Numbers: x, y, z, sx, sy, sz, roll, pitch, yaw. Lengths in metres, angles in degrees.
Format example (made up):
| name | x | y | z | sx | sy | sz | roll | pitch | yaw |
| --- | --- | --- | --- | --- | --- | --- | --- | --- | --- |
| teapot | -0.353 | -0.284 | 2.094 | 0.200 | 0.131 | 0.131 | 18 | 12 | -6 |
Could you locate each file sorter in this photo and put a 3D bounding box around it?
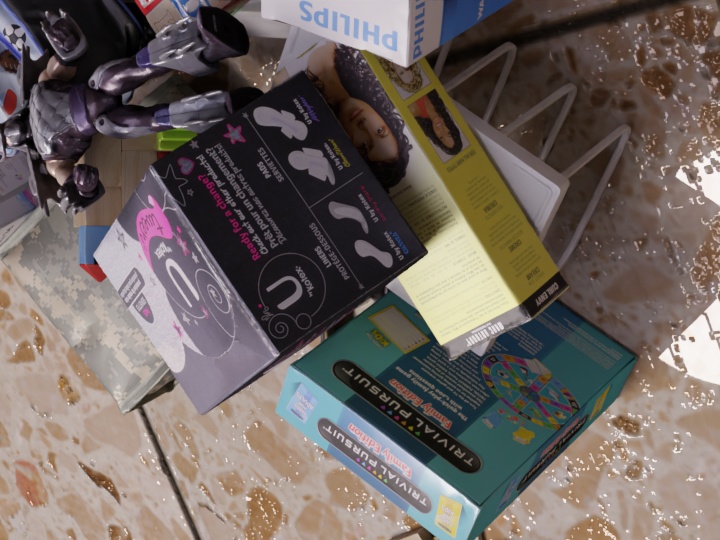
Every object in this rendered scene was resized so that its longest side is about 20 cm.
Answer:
| name | x | y | z | sx | sy | sz | roll | pitch | yaw |
| --- | --- | --- | --- | --- | --- | --- | --- | --- | --- |
| file sorter | 0.052 | -0.077 | 1.137 | 0.200 | 0.124 | 0.139 | 37 | 132 | 17 |

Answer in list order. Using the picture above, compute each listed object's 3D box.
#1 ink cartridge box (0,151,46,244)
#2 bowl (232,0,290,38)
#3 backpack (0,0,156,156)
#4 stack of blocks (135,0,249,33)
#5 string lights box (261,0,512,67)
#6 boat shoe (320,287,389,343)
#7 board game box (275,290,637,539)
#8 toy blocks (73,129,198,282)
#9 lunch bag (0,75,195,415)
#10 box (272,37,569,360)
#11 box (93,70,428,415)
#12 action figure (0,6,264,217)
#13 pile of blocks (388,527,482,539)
| name | x | y | z | sx | sy | sz | roll | pitch | yaw |
| --- | --- | --- | --- | --- | --- | --- | --- | --- | --- |
| ink cartridge box | -0.301 | -0.044 | 1.397 | 0.068 | 0.200 | 0.116 | 53 | 136 | 1 |
| bowl | -0.085 | -0.246 | 1.190 | 0.199 | 0.075 | 0.201 | 11 | 122 | 33 |
| backpack | -0.242 | -0.170 | 1.297 | 0.201 | 0.154 | 0.191 | 53 | 170 | 8 |
| stack of blocks | -0.127 | -0.256 | 1.124 | 0.115 | 0.058 | 0.201 | -31 | 93 | 45 |
| string lights box | 0.042 | -0.188 | 1.026 | 0.102 | 0.200 | 0.059 | 22 | 127 | 28 |
| boat shoe | 0.000 | 0.000 | 1.266 | 0.073 | 0.065 | 0.202 | 11 | 118 | 39 |
| board game box | 0.065 | 0.074 | 1.161 | 0.151 | 0.200 | 0.047 | 36 | 133 | 18 |
| toy blocks | -0.119 | -0.037 | 1.225 | 0.100 | 0.198 | 0.138 | 179 | 91 | -72 |
| lunch bag | -0.142 | -0.024 | 1.333 | 0.200 | 0.118 | 0.164 | -42 | 84 | 19 |
| box | 0.034 | -0.052 | 1.045 | 0.075 | 0.050 | 0.201 | -31 | 93 | 45 |
| box | -0.069 | -0.010 | 1.066 | 0.133 | 0.114 | 0.200 | 55 | 157 | 1 |
| action figure | -0.160 | -0.107 | 1.133 | 0.199 | 0.069 | 0.131 | -13 | 90 | 26 |
| pile of blocks | 0.086 | 0.243 | 1.342 | 0.199 | 0.062 | 0.083 | 4 | 117 | 38 |
